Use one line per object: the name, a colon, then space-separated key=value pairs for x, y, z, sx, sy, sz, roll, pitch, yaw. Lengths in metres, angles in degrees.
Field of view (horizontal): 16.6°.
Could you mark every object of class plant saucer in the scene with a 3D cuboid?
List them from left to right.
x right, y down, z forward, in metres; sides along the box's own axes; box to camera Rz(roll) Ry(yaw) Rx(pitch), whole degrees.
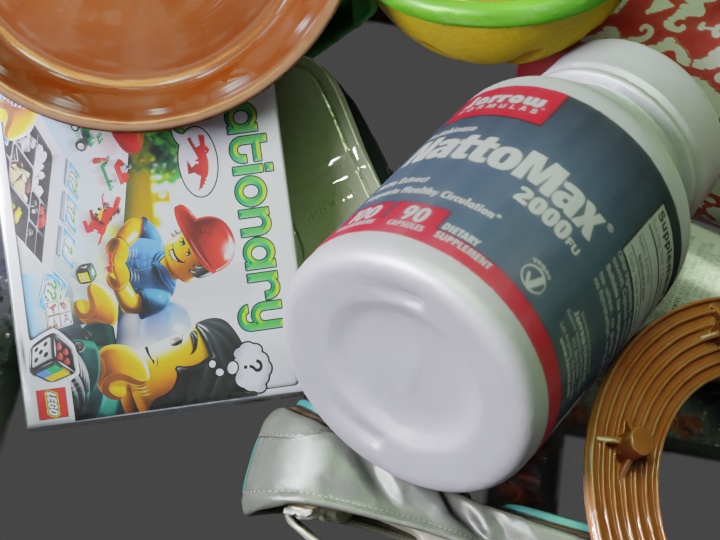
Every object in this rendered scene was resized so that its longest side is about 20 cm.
plant saucer: x=-0.098 y=-0.158 z=1.044 sx=0.199 sy=0.032 sz=0.201 roll=0 pitch=89 yaw=-4

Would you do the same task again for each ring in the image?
ring: x=0.181 y=0.103 z=1.036 sx=0.200 sy=0.019 sz=0.201 roll=13 pitch=62 yaw=-27

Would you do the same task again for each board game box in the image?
board game box: x=-0.095 y=-0.037 z=1.072 sx=0.126 sy=0.035 sz=0.201 roll=-8 pitch=86 yaw=-2

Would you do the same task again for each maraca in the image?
maraca: x=0.068 y=-0.162 z=1.113 sx=0.137 sy=0.107 sz=0.200 roll=8 pitch=36 yaw=10

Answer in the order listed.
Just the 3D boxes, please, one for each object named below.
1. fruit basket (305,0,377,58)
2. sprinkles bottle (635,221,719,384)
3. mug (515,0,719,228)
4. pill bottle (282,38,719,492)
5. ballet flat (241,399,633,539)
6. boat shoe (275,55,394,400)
fruit basket: x=-0.107 y=-0.139 z=1.147 sx=0.215 sy=0.155 sz=0.217 roll=6 pitch=75 yaw=-24
sprinkles bottle: x=0.122 y=-0.001 z=1.144 sx=0.199 sy=0.068 sz=0.068 roll=23 pitch=48 yaw=11
mug: x=0.189 y=-0.064 z=1.177 sx=0.199 sy=0.178 sz=0.134 roll=18 pitch=63 yaw=30
pill bottle: x=0.068 y=-0.011 z=1.029 sx=0.119 sy=0.120 sz=0.200 roll=30 pitch=47 yaw=16
ballet flat: x=0.044 y=0.119 z=1.035 sx=0.199 sy=0.067 sz=0.064 roll=23 pitch=76 yaw=5
boat shoe: x=-0.002 y=0.001 z=1.119 sx=0.074 sy=0.066 sz=0.200 roll=-28 pitch=71 yaw=13
